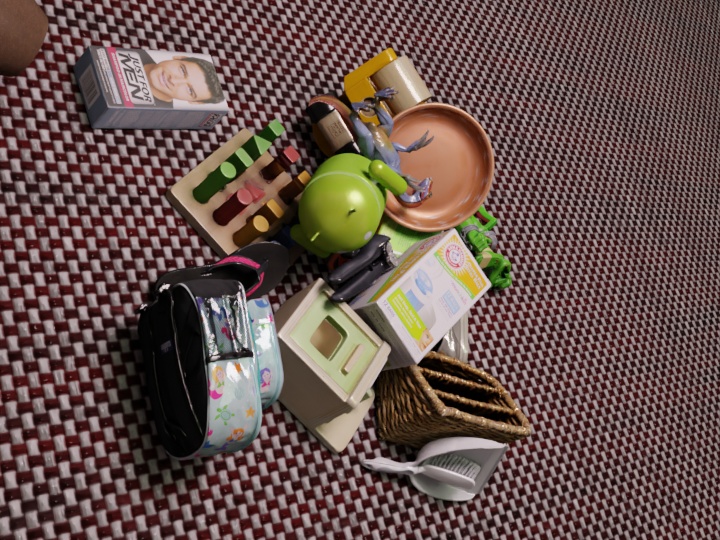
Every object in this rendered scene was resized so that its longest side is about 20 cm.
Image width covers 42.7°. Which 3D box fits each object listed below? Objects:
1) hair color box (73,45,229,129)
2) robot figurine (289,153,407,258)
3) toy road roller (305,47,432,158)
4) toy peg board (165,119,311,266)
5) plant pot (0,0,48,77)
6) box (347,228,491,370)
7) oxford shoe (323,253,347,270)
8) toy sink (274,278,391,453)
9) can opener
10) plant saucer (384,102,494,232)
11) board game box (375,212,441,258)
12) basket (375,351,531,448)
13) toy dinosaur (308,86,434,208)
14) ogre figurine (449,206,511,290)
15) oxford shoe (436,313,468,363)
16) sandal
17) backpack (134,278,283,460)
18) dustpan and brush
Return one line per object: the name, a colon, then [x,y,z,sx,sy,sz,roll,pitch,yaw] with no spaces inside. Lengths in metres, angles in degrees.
hair color box: [-0.297,-0.259,1.319,0.199,0.061,0.099,-8,72,-44]
robot figurine: [-0.024,-0.097,1.310,0.116,0.175,0.200,50,20,-12]
toy road roller: [0.014,-0.259,1.510,0.123,0.200,0.146,57,8,-2]
toy peg board: [-0.139,-0.106,1.345,0.199,0.098,0.200,49,45,-9]
plant pot: [-0.493,-0.328,1.122,0.200,0.186,0.188,31,48,-43]
box: [0.084,0.042,1.371,0.200,0.101,0.113,-41,103,-34]
oxford shoe: [-0.019,-0.086,1.461,0.072,0.071,0.200,24,57,8]
toy sink: [-0.042,0.134,1.284,0.200,0.112,0.130,47,45,-10]
can opener: [0.000,0.000,1.325,0.200,0.078,0.064,-52,127,-61]
plant saucer: [0.109,-0.161,1.441,0.200,0.200,0.037,43,5,-14]
board game box: [0.067,-0.044,1.485,0.101,0.048,0.201,28,63,-14]
basket: [0.141,0.188,1.389,0.199,0.149,0.143,19,55,-32]
toy dinosaur: [0.040,-0.180,1.388,0.105,0.199,0.182,-41,134,-34]
ogre figurine: [0.206,-0.046,1.604,0.200,0.098,0.120,15,38,-48]
oxford shoe: [0.147,0.071,1.524,0.057,0.075,0.201,2,54,2]
sandal: [-0.178,0.014,1.241,0.199,0.045,0.075,-18,103,-30]
backpack: [-0.184,0.126,1.120,0.150,0.177,0.201,3,68,-34]
dustpan and brush: [0.100,0.287,1.341,0.199,0.140,0.057,16,42,-4]
